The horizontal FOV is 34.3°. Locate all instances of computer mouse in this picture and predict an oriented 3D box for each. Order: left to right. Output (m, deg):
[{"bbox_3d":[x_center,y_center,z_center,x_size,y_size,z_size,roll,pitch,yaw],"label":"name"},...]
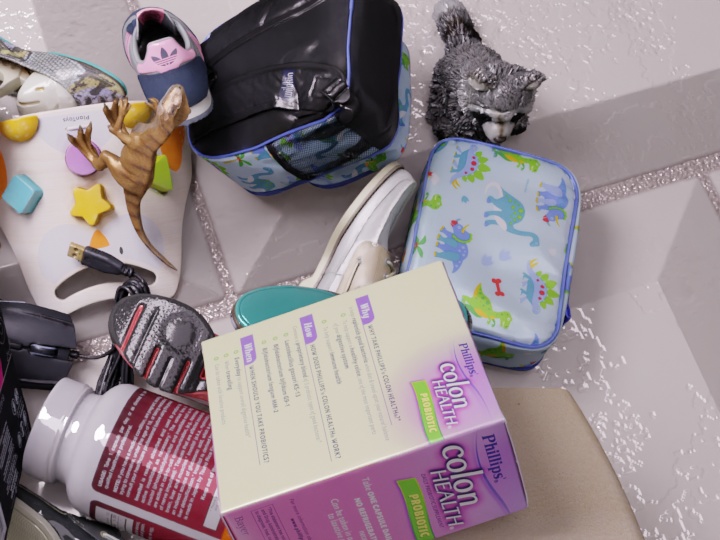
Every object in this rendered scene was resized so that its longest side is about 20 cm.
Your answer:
[{"bbox_3d":[-0.282,0.038,1.009,0.199,0.046,0.141,17,90,1],"label":"computer mouse"}]

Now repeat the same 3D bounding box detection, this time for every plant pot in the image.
[{"bbox_3d":[0.103,0.203,0.945,0.198,0.200,0.178,1,55,-6],"label":"plant pot"}]

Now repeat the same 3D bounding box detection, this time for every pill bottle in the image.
[{"bbox_3d":[-0.167,0.162,0.960,0.199,0.113,0.113,21,67,1],"label":"pill bottle"}]

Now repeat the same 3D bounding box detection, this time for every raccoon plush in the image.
[{"bbox_3d":[0.106,-0.206,1.131,0.096,0.134,0.201,-21,72,-14],"label":"raccoon plush"}]

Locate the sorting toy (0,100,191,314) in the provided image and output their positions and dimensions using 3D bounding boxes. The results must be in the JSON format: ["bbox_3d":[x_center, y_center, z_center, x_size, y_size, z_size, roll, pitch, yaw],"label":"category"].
[{"bbox_3d":[-0.242,-0.053,1.063,0.199,0.107,0.181,-10,89,-11],"label":"sorting toy"}]

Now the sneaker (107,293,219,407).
[{"bbox_3d":[-0.130,0.092,1.005,0.199,0.087,0.074,30,71,-3],"label":"sneaker"}]

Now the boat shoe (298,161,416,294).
[{"bbox_3d":[0.000,0.000,1.051,0.068,0.075,0.201,32,91,15],"label":"boat shoe"}]

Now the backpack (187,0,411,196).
[{"bbox_3d":[-0.054,-0.160,1.076,0.199,0.147,0.184,-17,57,30],"label":"backpack"}]

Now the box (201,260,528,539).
[{"bbox_3d":[-0.002,0.110,0.851,0.199,0.097,0.176,-19,38,1],"label":"box"}]

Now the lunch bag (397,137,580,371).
[{"bbox_3d":[0.120,-0.013,1.084,0.160,0.083,0.201,12,67,-1],"label":"lunch bag"}]

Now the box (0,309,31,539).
[{"bbox_3d":[-0.332,0.137,0.888,0.114,0.133,0.200,-7,29,-3],"label":"box"}]

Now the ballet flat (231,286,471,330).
[{"bbox_3d":[-0.009,0.056,0.977,0.199,0.072,0.072,2,68,-6],"label":"ballet flat"}]

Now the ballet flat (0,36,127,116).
[{"bbox_3d":[-0.320,-0.178,1.104,0.199,0.072,0.072,22,67,9],"label":"ballet flat"}]

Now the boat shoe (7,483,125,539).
[{"bbox_3d":[-0.230,0.236,0.960,0.199,0.072,0.068,32,29,14],"label":"boat shoe"}]

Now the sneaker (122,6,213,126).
[{"bbox_3d":[-0.177,-0.207,1.037,0.070,0.082,0.200,-21,39,-10],"label":"sneaker"}]

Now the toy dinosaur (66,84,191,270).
[{"bbox_3d":[-0.194,-0.084,0.988,0.060,0.200,0.106,-31,69,-35],"label":"toy dinosaur"}]
